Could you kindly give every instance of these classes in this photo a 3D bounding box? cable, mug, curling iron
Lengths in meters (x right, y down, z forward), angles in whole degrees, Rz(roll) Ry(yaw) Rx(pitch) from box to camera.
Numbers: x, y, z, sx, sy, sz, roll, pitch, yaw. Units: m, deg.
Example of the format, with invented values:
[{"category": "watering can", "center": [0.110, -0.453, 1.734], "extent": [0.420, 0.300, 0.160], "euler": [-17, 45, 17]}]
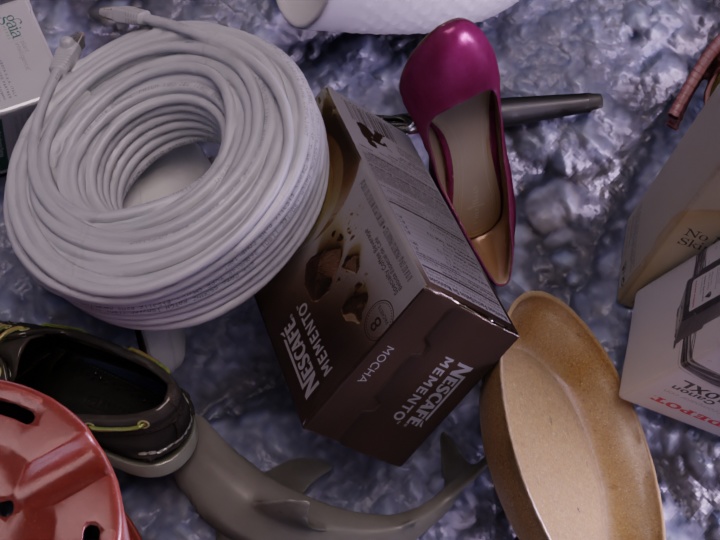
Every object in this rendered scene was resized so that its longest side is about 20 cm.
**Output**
[{"category": "cable", "center": [-0.116, -0.059, 0.824], "extent": [0.198, 0.069, 0.202], "euler": [12, 62, 25]}, {"category": "mug", "center": [0.037, -0.268, 0.988], "extent": [0.173, 0.147, 0.203], "euler": [-2, 84, -24]}, {"category": "curling iron", "center": [0.082, -0.106, 0.992], "extent": [0.197, 0.026, 0.050], "euler": [-8, 29, -17]}]

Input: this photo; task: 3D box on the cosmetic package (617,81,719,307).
[{"category": "cosmetic package", "center": [0.245, -0.038, 0.890], "extent": [0.102, 0.201, 0.074], "euler": [14, 63, -1]}]

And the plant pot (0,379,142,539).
[{"category": "plant pot", "center": [-0.200, 0.160, 0.722], "extent": [0.198, 0.196, 0.203], "euler": [4, 64, -9]}]

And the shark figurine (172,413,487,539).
[{"category": "shark figurine", "center": [-0.017, 0.140, 0.828], "extent": [0.211, 0.090, 0.130], "euler": [4, 65, -5]}]

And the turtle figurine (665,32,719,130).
[{"category": "turtle figurine", "center": [0.329, -0.145, 0.992], "extent": [0.143, 0.199, 0.196], "euler": [35, 53, -30]}]

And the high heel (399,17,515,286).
[{"category": "high heel", "center": [0.071, -0.070, 0.881], "extent": [0.067, 0.201, 0.097], "euler": [-21, 62, -11]}]

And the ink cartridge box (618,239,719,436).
[{"category": "ink cartridge box", "center": [0.270, 0.041, 0.846], "extent": [0.144, 0.200, 0.084], "euler": [21, 65, -12]}]

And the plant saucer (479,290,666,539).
[{"category": "plant saucer", "center": [0.123, 0.113, 0.837], "extent": [0.035, 0.199, 0.203], "euler": [-23, 62, 29]}]

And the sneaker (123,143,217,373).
[{"category": "sneaker", "center": [-0.115, -0.030, 0.899], "extent": [0.083, 0.073, 0.202], "euler": [-5, 64, -9]}]

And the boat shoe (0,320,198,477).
[{"category": "boat shoe", "center": [-0.191, 0.061, 0.832], "extent": [0.199, 0.061, 0.072], "euler": [15, 53, 13]}]

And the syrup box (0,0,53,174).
[{"category": "syrup box", "center": [-0.291, -0.097, 0.899], "extent": [0.198, 0.082, 0.079], "euler": [-22, 71, -19]}]

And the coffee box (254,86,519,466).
[{"category": "coffee box", "center": [0.000, 0.000, 0.833], "extent": [0.079, 0.113, 0.201], "euler": [26, 27, -36]}]
